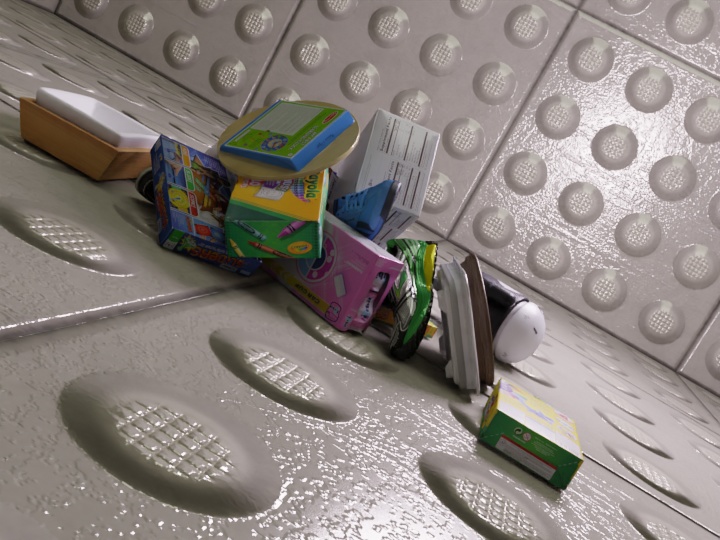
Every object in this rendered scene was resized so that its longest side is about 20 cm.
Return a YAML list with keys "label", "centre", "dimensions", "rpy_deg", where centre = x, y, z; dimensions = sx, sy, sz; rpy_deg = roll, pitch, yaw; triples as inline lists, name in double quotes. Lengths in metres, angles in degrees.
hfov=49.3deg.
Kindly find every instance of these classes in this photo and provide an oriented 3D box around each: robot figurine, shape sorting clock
- label: "robot figurine"
  centre: [0.238, 0.080, 1.417]
  dimensions: [0.200, 0.125, 0.150]
  rpy_deg: [34, 14, 29]
- label: "shape sorting clock"
  centre: [-0.099, -0.181, 1.086]
  dimensions: [0.200, 0.200, 0.039]
  rpy_deg: [39, -30, 45]

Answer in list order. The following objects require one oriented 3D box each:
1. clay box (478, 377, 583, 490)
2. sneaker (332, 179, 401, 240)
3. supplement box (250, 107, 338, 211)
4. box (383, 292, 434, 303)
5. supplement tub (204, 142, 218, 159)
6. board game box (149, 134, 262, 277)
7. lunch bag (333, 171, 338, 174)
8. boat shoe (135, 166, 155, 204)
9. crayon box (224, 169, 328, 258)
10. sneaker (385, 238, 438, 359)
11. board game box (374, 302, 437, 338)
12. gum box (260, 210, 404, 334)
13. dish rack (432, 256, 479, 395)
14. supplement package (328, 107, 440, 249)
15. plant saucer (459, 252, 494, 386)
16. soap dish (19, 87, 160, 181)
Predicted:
- label: "clay box"
  centre: [0.213, 0.196, 0.984]
  dimensions: [0.115, 0.048, 0.200]
  rpy_deg: [31, 9, 9]
- label: "sneaker"
  centre: [-0.002, -0.084, 1.139]
  dimensions: [0.078, 0.066, 0.200]
  rpy_deg: [31, -25, -5]
- label: "supplement box"
  centre: [-0.115, -0.156, 1.246]
  dimensions: [0.061, 0.109, 0.200]
  rpy_deg: [5, -24, 28]
- label: "box"
  centre: [0.000, 0.000, 1.245]
  dimensions: [0.160, 0.044, 0.200]
  rpy_deg: [22, 6, -33]
- label: "supplement tub"
  centre: [-0.167, -0.187, 1.357]
  dimensions: [0.144, 0.145, 0.200]
  rpy_deg: [31, 42, 11]
- label: "board game box"
  centre: [-0.212, -0.090, 1.064]
  dimensions: [0.135, 0.034, 0.200]
  rpy_deg: [22, 34, -35]
- label: "lunch bag"
  centre: [-0.033, -0.105, 1.485]
  dimensions: [0.200, 0.151, 0.094]
  rpy_deg: [25, 47, 1]
- label: "boat shoe"
  centre: [-0.234, -0.103, 1.165]
  dimensions: [0.201, 0.072, 0.061]
  rpy_deg: [12, 28, -41]
- label: "crayon box"
  centre: [-0.106, -0.093, 1.046]
  dimensions: [0.118, 0.058, 0.200]
  rpy_deg: [1, 34, 0]
- label: "sneaker"
  centre: [0.058, 0.038, 1.106]
  dimensions: [0.085, 0.078, 0.200]
  rpy_deg: [9, 50, 0]
- label: "board game box"
  centre: [0.025, 0.054, 1.245]
  dimensions: [0.200, 0.030, 0.096]
  rpy_deg: [19, 13, -37]
- label: "gum box"
  centre: [-0.042, -0.008, 1.096]
  dimensions: [0.200, 0.114, 0.066]
  rpy_deg: [36, 12, 36]
- label: "dish rack"
  centre: [0.132, 0.076, 1.120]
  dimensions: [0.043, 0.172, 0.200]
  rpy_deg: [-8, 9, 3]
- label: "supplement package"
  centre: [0.027, -0.139, 1.285]
  dimensions: [0.111, 0.156, 0.200]
  rpy_deg: [20, -22, -13]
- label: "plant saucer"
  centre: [0.170, 0.074, 1.172]
  dimensions: [0.029, 0.201, 0.200]
  rpy_deg: [-8, 10, 2]
- label: "soap dish"
  centre: [-0.395, -0.198, 1.164]
  dimensions: [0.157, 0.081, 0.200]
  rpy_deg: [29, 10, 1]
